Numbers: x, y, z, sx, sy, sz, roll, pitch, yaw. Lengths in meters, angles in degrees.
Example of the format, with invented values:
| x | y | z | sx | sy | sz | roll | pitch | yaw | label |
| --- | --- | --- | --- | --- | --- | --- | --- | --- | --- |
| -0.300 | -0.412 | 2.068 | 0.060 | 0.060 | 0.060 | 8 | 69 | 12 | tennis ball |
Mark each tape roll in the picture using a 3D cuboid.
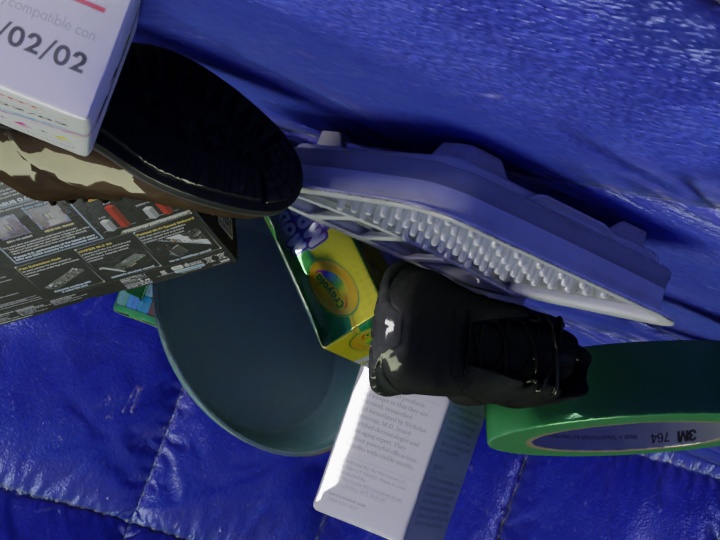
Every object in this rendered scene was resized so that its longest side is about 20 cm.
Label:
| x | y | z | sx | sy | sz | roll | pitch | yaw | label |
| --- | --- | --- | --- | --- | --- | --- | --- | --- | --- |
| 0.181 | 0.088 | 1.123 | 0.198 | 0.049 | 0.201 | -2 | 167 | 0 | tape roll |

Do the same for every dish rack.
| x | y | z | sx | sy | sz | roll | pitch | yaw | label |
| --- | --- | --- | --- | --- | --- | --- | --- | --- | --- |
| 0.053 | -0.026 | 0.854 | 0.171 | 0.044 | 0.199 | 24 | 175 | -30 | dish rack |

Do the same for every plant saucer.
| x | y | z | sx | sy | sz | roll | pitch | yaw | label |
| --- | --- | --- | --- | --- | --- | --- | --- | --- | --- |
| -0.068 | 0.035 | 1.166 | 0.199 | 0.202 | 0.036 | 23 | 146 | -33 | plant saucer |

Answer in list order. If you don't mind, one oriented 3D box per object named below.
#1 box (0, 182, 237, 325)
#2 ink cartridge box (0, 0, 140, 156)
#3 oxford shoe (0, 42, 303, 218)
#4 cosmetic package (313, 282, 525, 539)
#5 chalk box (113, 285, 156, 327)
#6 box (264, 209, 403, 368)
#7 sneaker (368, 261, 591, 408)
| x | y | z | sx | sy | sz | roll | pitch | yaw | label |
| --- | --- | --- | --- | --- | --- | --- | --- | --- | --- |
| -0.191 | -0.035 | 0.977 | 0.198 | 0.050 | 0.158 | -15 | 150 | 13 | box |
| -0.149 | -0.104 | 0.667 | 0.114 | 0.068 | 0.200 | 21 | 175 | -8 | ink cartridge box |
| -0.125 | -0.066 | 0.822 | 0.198 | 0.073 | 0.085 | 19 | 147 | -6 | oxford shoe |
| 0.044 | 0.081 | 1.152 | 0.071 | 0.202 | 0.101 | 18 | 175 | 20 | cosmetic package |
| -0.271 | 0.028 | 2.467 | 0.123 | 0.126 | 0.199 | 15 | 172 | 46 | chalk box |
| 0.000 | 0.000 | 1.010 | 0.118 | 0.048 | 0.200 | 64 | -164 | 21 | box |
| 0.070 | 0.040 | 0.938 | 0.090 | 0.077 | 0.200 | 5 | 177 | 27 | sneaker |
